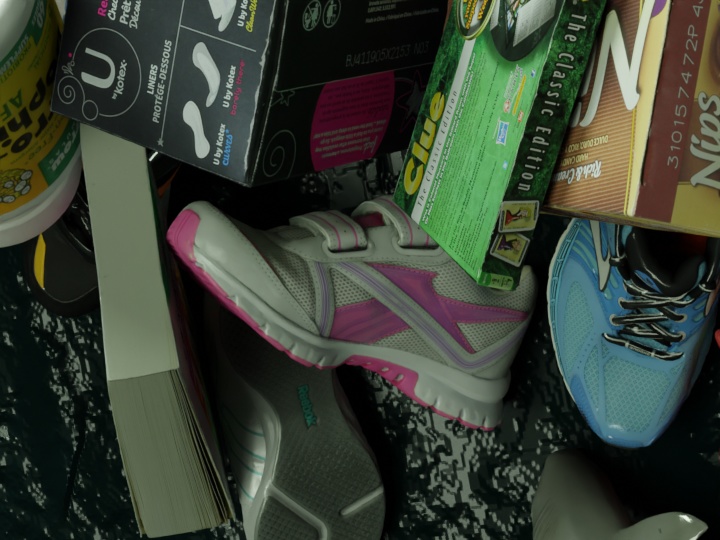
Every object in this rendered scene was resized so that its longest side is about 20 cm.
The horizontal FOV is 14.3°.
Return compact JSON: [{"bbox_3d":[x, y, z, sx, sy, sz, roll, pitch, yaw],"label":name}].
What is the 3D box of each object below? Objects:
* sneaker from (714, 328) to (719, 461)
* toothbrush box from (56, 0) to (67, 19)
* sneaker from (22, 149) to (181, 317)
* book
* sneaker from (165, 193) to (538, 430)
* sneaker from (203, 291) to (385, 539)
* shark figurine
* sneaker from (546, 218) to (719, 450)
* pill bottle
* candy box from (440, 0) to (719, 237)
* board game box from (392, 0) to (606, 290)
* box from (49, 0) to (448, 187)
[{"bbox_3d":[0.180,0.041,1.252,0.077,0.085,0.201,9,104,32],"label":"sneaker"},{"bbox_3d":[-0.250,-0.129,1.428,0.145,0.200,0.086,22,111,28],"label":"toothbrush box"},{"bbox_3d":[-0.125,-0.052,1.423,0.070,0.090,0.200,39,117,8],"label":"sneaker"},{"bbox_3d":[-0.100,0.028,1.357,0.048,0.200,0.134,-9,65,-1],"label":"book"},{"bbox_3d":[0.000,0.000,1.321,0.081,0.200,0.088,35,100,53],"label":"sneaker"},{"bbox_3d":[-0.036,0.071,1.417,0.080,0.070,0.201,-136,34,-64],"label":"sneaker"},{"bbox_3d":[0.146,0.152,1.268,0.214,0.128,0.090,44,122,18],"label":"shark figurine"},{"bbox_3d":[0.122,-0.005,1.249,0.078,0.090,0.201,8,120,4],"label":"sneaker"},{"bbox_3d":[-0.183,-0.086,1.287,0.112,0.200,0.113,-2,67,4],"label":"pill bottle"},{"bbox_3d":[0.096,-0.079,1.183,0.200,0.056,0.117,-167,87,-67],"label":"candy box"},{"bbox_3d":[0.065,-0.103,1.165,0.105,0.023,0.201,46,123,60],"label":"board game box"},{"bbox_3d":[-0.030,-0.127,1.286,0.114,0.200,0.133,20,109,27],"label":"box"}]
